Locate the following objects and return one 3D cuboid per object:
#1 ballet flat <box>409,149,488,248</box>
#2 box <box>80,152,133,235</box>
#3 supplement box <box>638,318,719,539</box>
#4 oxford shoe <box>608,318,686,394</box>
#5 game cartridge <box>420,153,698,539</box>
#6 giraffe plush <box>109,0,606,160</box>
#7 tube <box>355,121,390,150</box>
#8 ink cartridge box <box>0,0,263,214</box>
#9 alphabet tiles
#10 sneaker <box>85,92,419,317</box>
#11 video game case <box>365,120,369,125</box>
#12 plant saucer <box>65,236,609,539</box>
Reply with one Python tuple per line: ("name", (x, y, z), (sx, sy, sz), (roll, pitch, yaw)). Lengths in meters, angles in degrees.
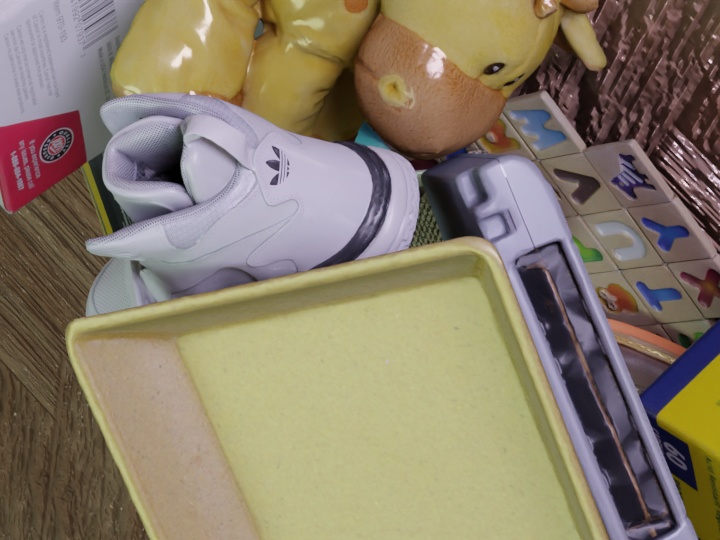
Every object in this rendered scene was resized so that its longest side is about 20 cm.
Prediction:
("ballet flat", (0.000, 0.000, 1.208), (0.200, 0.068, 0.076), (-31, 72, 36))
("box", (-0.133, -0.092, 1.385), (0.200, 0.049, 0.160), (78, 178, -57))
("supplement box", (0.222, 0.098, 1.014), (0.200, 0.109, 0.109), (32, 153, 38))
("oxford shoe", (0.156, 0.097, 1.173), (0.200, 0.073, 0.071), (38, 156, 12))
("game cartridge", (0.083, 0.045, 1.050), (0.133, 0.041, 0.201), (-125, 12, -84))
("giraffe plush", (0.015, -0.112, 1.067), (0.162, 0.172, 0.201), (24, 115, 29))
("tube", (-0.041, -0.084, 1.279), (0.200, 0.050, 0.078), (44, 160, 38))
("ink cartridge box", (-0.113, -0.142, 1.161), (0.083, 0.200, 0.146), (44, 159, 23))
("alphabet tiles", (0.092, -0.011, 1.188), (0.167, 0.006, 0.200), (52, 152, -19))
("sneaker", (-0.078, -0.019, 1.049), (0.115, 0.076, 0.199), (22, 152, -36))
("video game case", (0.034, 0.000, 1.347), (0.180, 0.025, 0.201), (31, 152, 40))
("plant saucer", (0.006, 0.082, 1.017), (0.199, 0.048, 0.201), (-11, 111, 29))
